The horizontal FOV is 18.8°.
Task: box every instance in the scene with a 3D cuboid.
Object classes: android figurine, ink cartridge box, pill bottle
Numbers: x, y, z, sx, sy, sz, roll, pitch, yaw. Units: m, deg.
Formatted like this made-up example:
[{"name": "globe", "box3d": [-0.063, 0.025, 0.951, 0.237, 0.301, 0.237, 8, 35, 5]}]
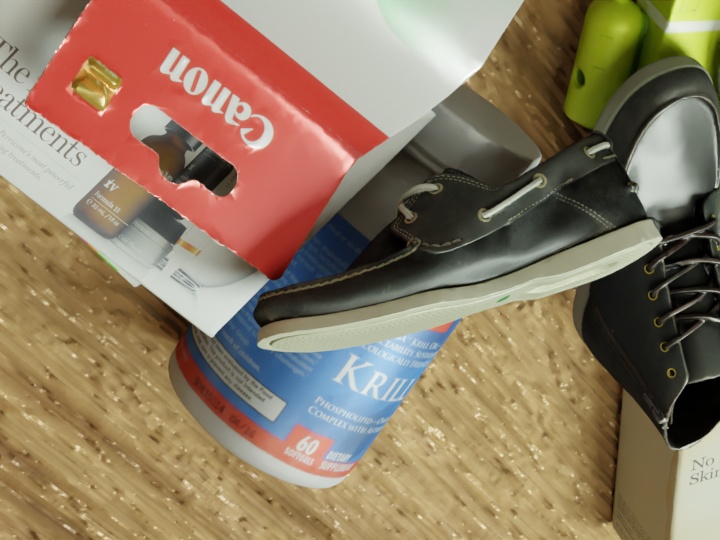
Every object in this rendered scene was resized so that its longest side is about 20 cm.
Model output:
[{"name": "android figurine", "box3d": [0.196, -0.118, 1.142, 0.181, 0.041, 0.201, -8, 130, -23]}, {"name": "ink cartridge box", "box3d": [-0.023, -0.110, 0.908, 0.161, 0.050, 0.201, 36, 82, -37]}, {"name": "pill bottle", "box3d": [0.000, 0.000, 1.081, 0.112, 0.112, 0.200, 21, 111, -38]}]

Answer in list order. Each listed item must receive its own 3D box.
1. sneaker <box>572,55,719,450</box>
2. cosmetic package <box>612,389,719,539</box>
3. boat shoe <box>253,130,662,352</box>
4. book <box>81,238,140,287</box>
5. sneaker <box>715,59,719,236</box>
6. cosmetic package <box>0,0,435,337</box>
[{"name": "sneaker", "box3d": [0.168, -0.008, 1.120, 0.074, 0.106, 0.201, -15, 134, -17]}, {"name": "cosmetic package", "box3d": [0.214, 0.092, 1.293, 0.103, 0.073, 0.201, -17, 133, -16]}, {"name": "boat shoe", "box3d": [0.038, -0.010, 0.994, 0.199, 0.068, 0.072, -18, 172, -19]}, {"name": "book", "box3d": [-0.116, -0.093, 0.994, 0.133, 0.048, 0.200, -40, 131, 4]}, {"name": "sneaker", "box3d": [0.231, -0.042, 1.144, 0.070, 0.080, 0.201, -29, 140, -11]}, {"name": "cosmetic package", "box3d": [-0.085, -0.082, 0.960, 0.151, 0.052, 0.200, -46, 127, 6]}]
